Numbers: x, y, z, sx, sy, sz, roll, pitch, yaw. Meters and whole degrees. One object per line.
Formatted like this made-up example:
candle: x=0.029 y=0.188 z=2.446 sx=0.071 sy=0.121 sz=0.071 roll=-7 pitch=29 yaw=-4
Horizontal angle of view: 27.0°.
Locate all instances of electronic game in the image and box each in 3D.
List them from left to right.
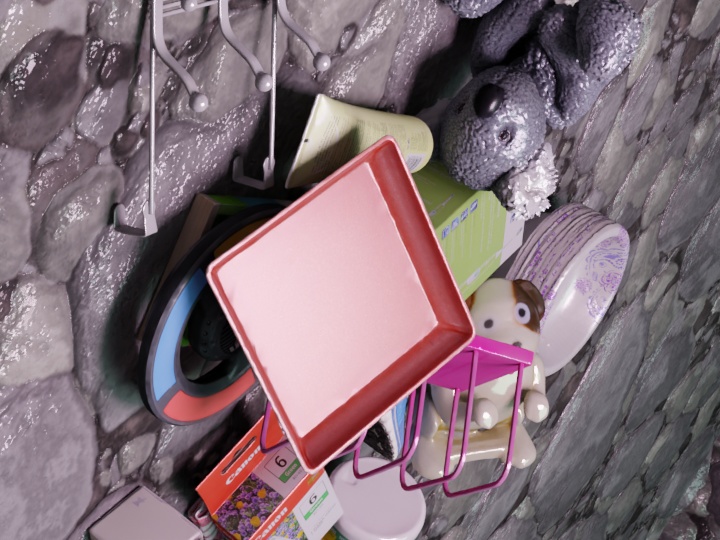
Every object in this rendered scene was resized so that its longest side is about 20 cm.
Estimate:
electronic game: x=-0.106 y=0.037 z=1.211 sx=0.200 sy=0.042 sz=0.201 roll=-42 pitch=149 yaw=-32

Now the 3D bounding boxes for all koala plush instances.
koala plush: x=0.140 y=-0.156 z=1.356 sx=0.201 sy=0.177 sz=0.184 roll=-62 pitch=165 yaw=-4

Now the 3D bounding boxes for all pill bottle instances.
pill bottle: x=-0.011 y=0.302 z=1.614 sx=0.113 sy=0.113 sz=0.200 roll=-33 pitch=156 yaw=-42

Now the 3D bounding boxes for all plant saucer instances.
plant saucer: x=-0.017 y=0.025 z=1.193 sx=0.199 sy=0.037 sz=0.201 roll=-38 pitch=117 yaw=-26

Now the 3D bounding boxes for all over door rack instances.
over door rack: x=-0.094 y=-0.123 z=1.082 sx=0.148 sy=0.066 sz=0.201 roll=-26 pitch=139 yaw=-48

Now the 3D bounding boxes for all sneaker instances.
sneaker: x=0.031 y=0.119 z=1.550 sx=0.089 sy=0.078 sz=0.201 roll=-40 pitch=148 yaw=-29

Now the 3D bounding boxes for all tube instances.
tube: x=-0.002 y=-0.108 z=1.249 sx=0.052 sy=0.058 sz=0.200 roll=-20 pitch=176 yaw=26

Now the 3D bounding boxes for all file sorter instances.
file sorter: x=0.027 y=0.118 z=1.319 sx=0.139 sy=0.199 sz=0.126 roll=148 pitch=-45 yaw=-62

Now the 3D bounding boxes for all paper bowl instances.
paper bowl: x=0.216 y=0.015 z=1.739 sx=0.201 sy=0.104 sz=0.201 roll=-43 pitch=150 yaw=-31

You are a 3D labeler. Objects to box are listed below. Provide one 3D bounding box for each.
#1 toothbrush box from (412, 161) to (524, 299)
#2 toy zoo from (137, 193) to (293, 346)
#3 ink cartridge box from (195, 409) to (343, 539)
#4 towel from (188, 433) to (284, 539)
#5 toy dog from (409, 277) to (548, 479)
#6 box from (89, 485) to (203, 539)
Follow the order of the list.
toothbrush box: x=0.075 y=-0.039 z=1.451 sx=0.200 sy=0.086 sz=0.146 roll=-41 pitch=149 yaw=-31
toy zoo: x=-0.097 y=0.001 z=1.261 sx=0.200 sy=0.020 sz=0.132 roll=2 pitch=116 yaw=-61
ink cartridge box: x=-0.083 y=0.220 z=1.421 sx=0.109 sy=0.050 sz=0.200 roll=-47 pitch=153 yaw=-17
towel: x=-0.097 y=0.233 z=1.497 sx=0.146 sy=0.030 sz=0.200 roll=-48 pitch=152 yaw=-20
toy dog: x=0.131 y=0.094 z=1.561 sx=0.139 sy=0.195 sz=0.200 roll=2 pitch=138 yaw=-12
box: x=-0.187 y=0.293 z=1.343 sx=0.068 sy=0.082 sz=0.201 roll=-38 pitch=146 yaw=-34
